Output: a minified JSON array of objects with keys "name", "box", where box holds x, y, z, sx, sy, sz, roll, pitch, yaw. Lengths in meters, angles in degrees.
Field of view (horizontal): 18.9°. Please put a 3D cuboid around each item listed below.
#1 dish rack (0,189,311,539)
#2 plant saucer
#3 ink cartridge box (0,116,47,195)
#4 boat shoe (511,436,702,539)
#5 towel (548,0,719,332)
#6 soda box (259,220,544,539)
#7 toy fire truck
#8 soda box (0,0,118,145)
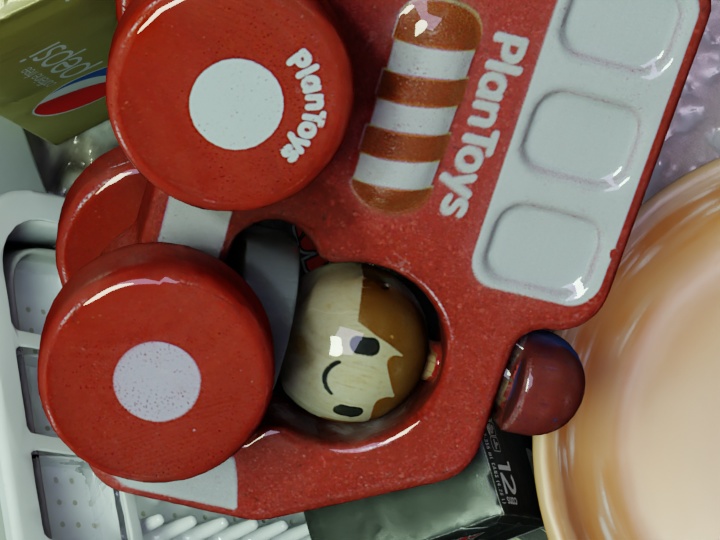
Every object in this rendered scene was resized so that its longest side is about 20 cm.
[{"name":"dish rack","box":[-0.055,0.069,0.728,0.043,0.199,0.173,-28,66,36]},{"name":"plant saucer","box":[0.156,0.057,0.706,0.198,0.037,0.202,-2,78,7]},{"name":"ink cartridge box","box":[-0.160,0.024,0.748,0.082,0.146,0.202,-23,85,21]},{"name":"boat shoe","box":[0.117,0.079,0.760,0.199,0.066,0.072,21,75,14]},{"name":"towel","box":[0.083,-0.067,0.781,0.199,0.032,0.192,-29,73,4]},{"name":"soda box","box":[0.000,0.000,0.736,0.070,0.063,0.202,-20,74,17]},{"name":"toy fire truck","box":[-0.001,-0.015,0.633,0.166,0.112,0.202,13,110,-9]},{"name":"soda box","box":[-0.110,-0.096,0.731,0.064,0.200,0.068,-25,85,3]}]
